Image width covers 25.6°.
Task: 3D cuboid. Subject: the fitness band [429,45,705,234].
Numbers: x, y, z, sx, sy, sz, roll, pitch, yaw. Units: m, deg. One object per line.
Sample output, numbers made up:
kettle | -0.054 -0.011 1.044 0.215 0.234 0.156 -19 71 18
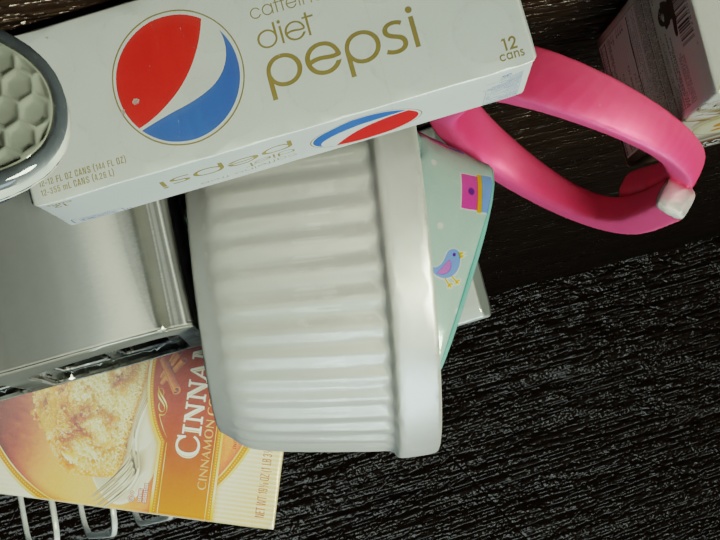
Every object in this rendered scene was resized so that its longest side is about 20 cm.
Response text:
fitness band | 0.107 -0.070 0.861 0.142 0.038 0.200 28 172 -5

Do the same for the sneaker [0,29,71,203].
sneaker | -0.190 -0.028 0.565 0.199 0.078 0.146 -6 164 2

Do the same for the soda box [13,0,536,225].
soda box | -0.036 -0.079 0.620 0.198 0.069 0.064 -16 175 0

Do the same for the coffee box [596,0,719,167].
coffee box | 0.202 -0.121 0.824 0.113 0.081 0.200 -14 175 -3

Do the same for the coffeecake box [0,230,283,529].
coffeecake box | -0.136 0.052 0.881 0.197 0.156 0.073 8 174 -3

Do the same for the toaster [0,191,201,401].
toaster | -0.167 -0.004 0.745 0.179 0.120 0.200 -16 175 -5

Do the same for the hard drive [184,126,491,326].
hard drive | -0.019 -0.005 1.098 0.198 0.134 0.026 -17 173 21

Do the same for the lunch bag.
lunch bag | 0.000 0.000 0.963 0.076 0.162 0.200 24 171 -18

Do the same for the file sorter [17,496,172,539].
file sorter | -0.257 0.157 1.237 0.198 0.126 0.139 -10 173 -24

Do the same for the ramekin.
ramekin | -0.024 -0.008 0.756 0.104 0.203 0.200 -6 175 -1
